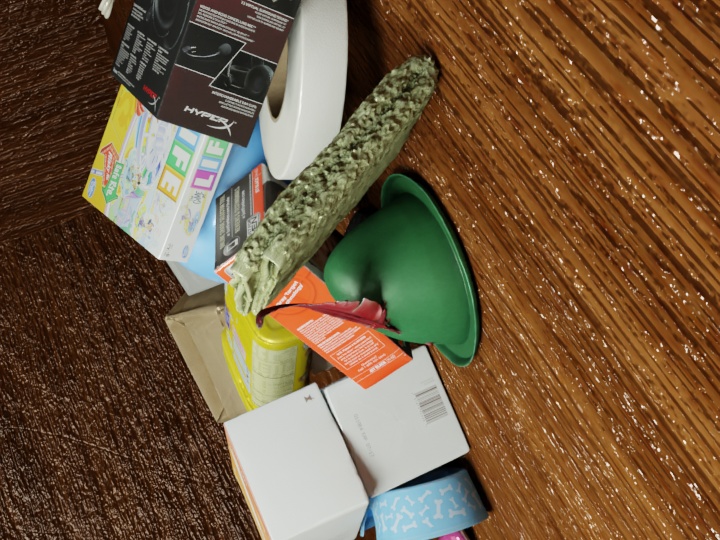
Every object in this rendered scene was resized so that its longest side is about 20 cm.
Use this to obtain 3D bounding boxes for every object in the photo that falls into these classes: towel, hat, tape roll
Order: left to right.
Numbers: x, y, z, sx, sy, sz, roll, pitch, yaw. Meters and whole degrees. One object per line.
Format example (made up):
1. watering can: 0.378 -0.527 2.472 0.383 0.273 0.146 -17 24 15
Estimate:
1. tape roll: -0.052 -0.175 0.764 0.203 0.037 0.204 178 90 -75
2. towel: -0.023 -0.056 0.657 0.036 0.200 0.148 40 163 1
3. hat: -0.017 0.023 0.757 0.166 0.175 0.201 54 160 41

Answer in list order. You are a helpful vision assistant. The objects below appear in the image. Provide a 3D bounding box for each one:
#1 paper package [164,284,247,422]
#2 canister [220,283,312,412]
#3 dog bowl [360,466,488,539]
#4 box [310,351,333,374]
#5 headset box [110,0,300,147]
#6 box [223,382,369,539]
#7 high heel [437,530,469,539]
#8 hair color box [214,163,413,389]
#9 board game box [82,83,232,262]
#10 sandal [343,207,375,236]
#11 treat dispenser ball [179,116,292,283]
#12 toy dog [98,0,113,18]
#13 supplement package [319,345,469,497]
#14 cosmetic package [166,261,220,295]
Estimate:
1. paper package: -0.165 0.083 1.348 0.200 0.103 0.192 -62 -42 -54
2. canister: -0.110 0.075 1.117 0.200 0.086 0.149 101 147 -56
3. dog bowl: 0.056 0.234 0.951 0.200 0.111 0.050 133 124 -75
4. box: -0.072 0.033 1.222 0.200 0.068 0.083 -125 20 -45
5. headset box: -0.104 -0.212 0.689 0.149 0.077 0.201 40 110 55
6. box: -0.065 0.214 0.939 0.200 0.097 0.125 99 147 -64
7. high heel: 0.080 0.348 1.047 0.201 0.095 0.068 88 157 -54
8. hair color box: -0.040 0.009 0.835 0.200 0.061 0.102 41 -155 -35
9. board game box: -0.167 -0.127 0.829 0.134 0.034 0.201 33 106 36
10. sandal: 0.000 0.000 0.970 0.075 0.045 0.200 59 150 15
11. treat dispenser ball: -0.118 -0.087 0.937 0.201 0.200 0.202 158 90 -76
12. toy dog: -0.246 -0.385 1.197 0.132 0.096 0.201 -47 23 35
13. supplement package: 0.017 0.157 0.975 0.200 0.109 0.114 138 110 -75
14. cosmetic package: -0.163 -0.050 1.184 0.199 0.090 0.107 -18 108 38
